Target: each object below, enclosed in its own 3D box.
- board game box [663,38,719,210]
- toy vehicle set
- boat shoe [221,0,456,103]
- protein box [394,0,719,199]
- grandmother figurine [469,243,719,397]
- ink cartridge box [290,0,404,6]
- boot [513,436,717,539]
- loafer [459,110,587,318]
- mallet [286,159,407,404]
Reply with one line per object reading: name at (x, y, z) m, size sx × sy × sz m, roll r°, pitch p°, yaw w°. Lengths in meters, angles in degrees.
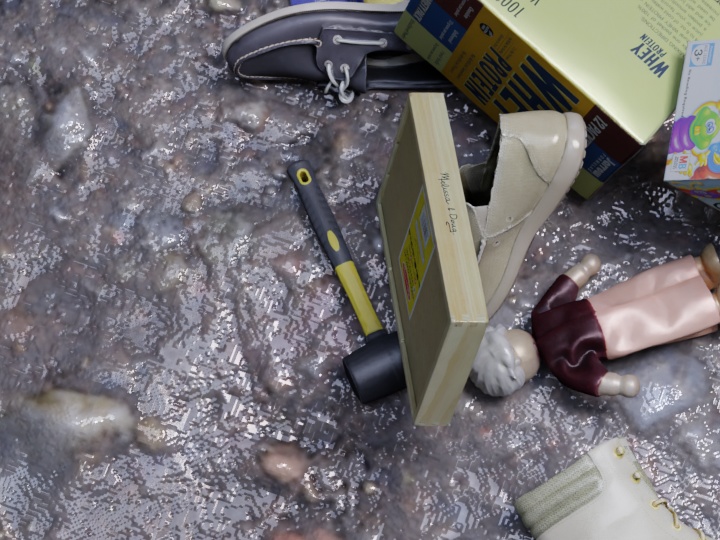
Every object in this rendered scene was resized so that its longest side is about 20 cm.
board game box at (0.315, -0.081, 1.373) m, size 0.102 × 0.199 × 0.106 m, roll 1°, pitch 75°, yaw 45°
toy vehicle set at (0.048, -0.009, 1.391) m, size 0.026 × 0.125 × 0.201 m, roll 0°, pitch 54°, yaw -13°
boat shoe at (-0.006, -0.163, 1.508) m, size 0.198 × 0.073 × 0.063 m, roll -6°, pitch 67°, yaw -3°
protein box at (0.170, -0.202, 1.444) m, size 0.198 × 0.135 × 0.200 m, roll 41°, pitch 71°, yaw 1°
grandmother figurine at (0.172, 0.045, 1.434) m, size 0.198 × 0.061 × 0.122 m, roll -17°, pitch 43°, yaw 1°
ink cartridge box at (0.031, -0.291, 1.564) m, size 0.198 × 0.047 × 0.199 m, roll -10°, pitch 72°, yaw -3°
boot at (0.222, 0.181, 1.375) m, size 0.199 × 0.072 × 0.156 m, roll -24°, pitch 69°, yaw -4°
loafer at (0.091, -0.039, 1.407) m, size 0.068 × 0.201 × 0.076 m, roll 22°, pitch 32°, yaw -11°
mallet at (0.000, 0.000, 1.472) m, size 0.065 × 0.041 × 0.201 m, roll -16°, pitch 67°, yaw -2°
